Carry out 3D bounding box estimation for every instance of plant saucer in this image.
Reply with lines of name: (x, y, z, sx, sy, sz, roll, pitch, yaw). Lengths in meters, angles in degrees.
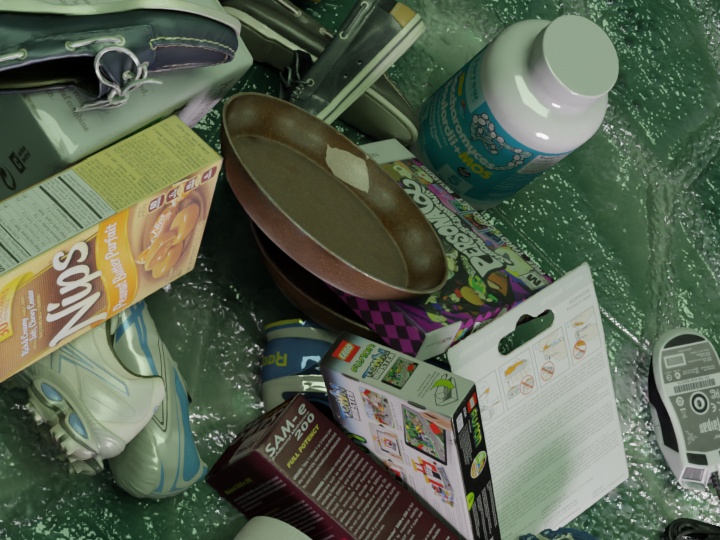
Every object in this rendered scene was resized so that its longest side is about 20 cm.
plant saucer: (0.000, 0.000, 1.291, 0.199, 0.037, 0.201, 20, 31, -13)
plant saucer: (-0.024, -0.046, 1.168, 0.200, 0.035, 0.201, 35, 24, -18)

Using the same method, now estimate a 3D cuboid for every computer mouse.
computer mouse: (0.289, 0.149, 1.419, 0.109, 0.044, 0.202, -7, 80, -24)

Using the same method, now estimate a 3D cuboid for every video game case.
video game case: (0.032, -0.021, 1.277, 0.200, 0.036, 0.181, 44, 35, 24)

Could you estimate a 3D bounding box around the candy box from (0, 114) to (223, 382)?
candy box: (-0.188, -0.012, 1.095, 0.055, 0.116, 0.200, 41, 49, 19)

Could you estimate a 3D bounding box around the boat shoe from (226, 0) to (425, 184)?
boat shoe: (-0.037, -0.143, 1.300, 0.200, 0.075, 0.062, -44, 96, 11)

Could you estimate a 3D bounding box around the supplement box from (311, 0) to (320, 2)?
supplement box: (-0.068, -0.308, 1.306, 0.199, 0.131, 0.104, 10, 48, -55)

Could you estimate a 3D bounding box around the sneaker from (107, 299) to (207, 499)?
sneaker: (-0.165, 0.070, 1.211, 0.072, 0.072, 0.201, 5, 63, -53)

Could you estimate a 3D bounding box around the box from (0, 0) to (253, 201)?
box: (-0.223, -0.160, 1.184, 0.171, 0.199, 0.201, -34, 90, -32)

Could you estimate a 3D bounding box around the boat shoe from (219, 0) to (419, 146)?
boat shoe: (-0.028, -0.177, 1.367, 0.199, 0.067, 0.057, 31, 65, -9)

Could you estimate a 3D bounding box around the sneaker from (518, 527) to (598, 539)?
sneaker: (0.116, 0.282, 1.259, 0.077, 0.085, 0.200, 29, 65, 36)

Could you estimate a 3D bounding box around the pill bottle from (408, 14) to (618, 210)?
pill bottle: (0.127, -0.132, 1.348, 0.110, 0.200, 0.112, 10, 66, -23)

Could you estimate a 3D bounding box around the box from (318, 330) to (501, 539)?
box: (0.039, 0.136, 1.190, 0.109, 0.201, 0.035, 21, 55, 27)

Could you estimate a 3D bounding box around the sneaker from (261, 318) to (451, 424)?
sneaker: (0.012, 0.102, 1.282, 0.199, 0.074, 0.083, 17, 68, -14)

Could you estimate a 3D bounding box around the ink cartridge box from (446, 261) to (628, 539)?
ink cartridge box: (0.128, 0.112, 1.293, 0.162, 0.050, 0.201, -30, 116, -32)

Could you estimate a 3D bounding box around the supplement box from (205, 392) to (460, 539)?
supplement box: (-0.008, 0.187, 1.214, 0.200, 0.109, 0.061, 43, 60, -7)

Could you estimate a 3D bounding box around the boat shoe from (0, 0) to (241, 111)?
boat shoe: (-0.169, -0.135, 1.043, 0.199, 0.075, 0.062, -1, 73, -27)

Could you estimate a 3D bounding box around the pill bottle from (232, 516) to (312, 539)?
pill bottle: (-0.100, 0.271, 1.136, 0.110, 0.109, 0.200, 44, 58, -5)

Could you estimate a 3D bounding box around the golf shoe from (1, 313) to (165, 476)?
golf shoe: (-0.219, 0.045, 1.161, 0.097, 0.078, 0.200, -37, 78, -19)
